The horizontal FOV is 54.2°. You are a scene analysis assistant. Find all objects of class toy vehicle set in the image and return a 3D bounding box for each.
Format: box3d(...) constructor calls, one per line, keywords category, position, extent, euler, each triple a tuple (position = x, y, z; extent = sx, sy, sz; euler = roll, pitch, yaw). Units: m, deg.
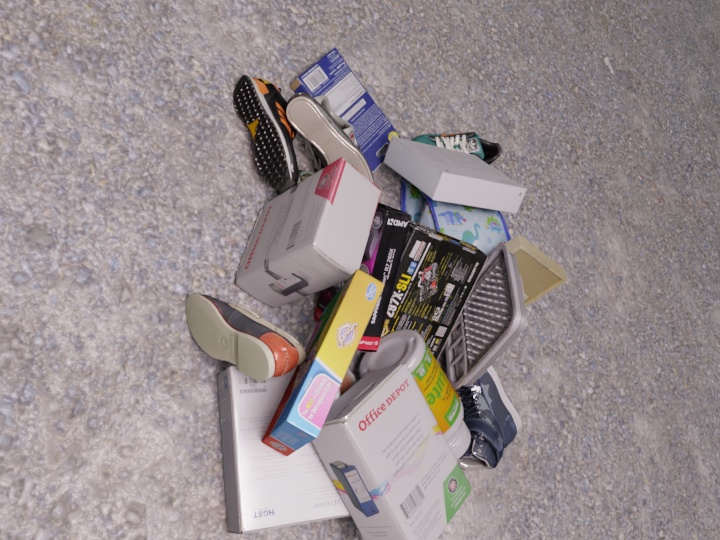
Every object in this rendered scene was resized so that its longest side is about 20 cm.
box3d(category="toy vehicle set", position=(0.234, 0.031, 1.198), extent=(0.123, 0.199, 0.027), euler=(32, 38, -28))

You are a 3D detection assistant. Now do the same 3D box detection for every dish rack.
box3d(category="dish rack", position=(0.197, 0.078, 1.101), extent=(0.043, 0.201, 0.174), euler=(17, 44, -15))

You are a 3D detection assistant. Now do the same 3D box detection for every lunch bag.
box3d(category="lunch bag", position=(0.163, -0.085, 1.241), extent=(0.167, 0.128, 0.203), euler=(9, 54, -29))

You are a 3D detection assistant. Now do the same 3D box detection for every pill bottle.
box3d(category="pill bottle", position=(0.090, 0.199, 1.070), extent=(0.202, 0.110, 0.112), euler=(57, 48, -25))

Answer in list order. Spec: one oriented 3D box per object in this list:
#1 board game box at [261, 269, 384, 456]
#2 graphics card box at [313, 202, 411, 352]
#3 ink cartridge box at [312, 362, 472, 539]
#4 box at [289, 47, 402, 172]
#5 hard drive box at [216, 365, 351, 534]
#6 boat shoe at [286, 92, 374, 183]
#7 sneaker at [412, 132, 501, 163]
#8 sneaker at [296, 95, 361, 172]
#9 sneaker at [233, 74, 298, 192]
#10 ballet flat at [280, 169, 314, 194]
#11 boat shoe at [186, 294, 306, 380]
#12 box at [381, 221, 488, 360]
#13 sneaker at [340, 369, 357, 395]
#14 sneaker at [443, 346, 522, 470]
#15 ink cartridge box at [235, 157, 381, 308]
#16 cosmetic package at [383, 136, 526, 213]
box3d(category="board game box", position=(-0.047, 0.115, 0.856), extent=(0.040, 0.153, 0.202), euler=(28, 62, -6))
box3d(category="graphics card box", position=(0.000, 0.000, 1.019), extent=(0.050, 0.125, 0.204), euler=(9, 102, -33))
box3d(category="ink cartridge box", position=(0.040, 0.245, 0.912), extent=(0.145, 0.087, 0.203), euler=(-35, 100, -45))
box3d(category="box", position=(-0.020, -0.270, 1.212), extent=(0.201, 0.032, 0.121), euler=(51, 51, -11))
box3d(category="hard drive box", position=(-0.101, 0.228, 0.926), extent=(0.153, 0.077, 0.205), euler=(1, 73, -25))
box3d(category="boat shoe", position=(-0.040, -0.191, 1.084), extent=(0.201, 0.066, 0.057), euler=(52, 20, -21))
box3d(category="sneaker", position=(0.180, -0.228, 1.312), extent=(0.197, 0.079, 0.073), euler=(-4, 79, -38))
box3d(category="sneaker", position=(-0.034, -0.189, 1.139), extent=(0.202, 0.088, 0.074), euler=(56, 49, -11))
box3d(category="sneaker", position=(-0.120, -0.211, 1.071), extent=(0.089, 0.070, 0.203), euler=(-6, 63, -43))
box3d(category="ballet flat", position=(-0.041, -0.090, 1.109), extent=(0.198, 0.074, 0.075), euler=(31, 57, -24))
box3d(category="boat shoe", position=(-0.153, 0.079, 0.897), extent=(0.062, 0.198, 0.073), euler=(-16, 120, -43))
box3d(category="box", position=(0.093, 0.037, 1.109), extent=(0.157, 0.049, 0.203), euler=(17, 105, -31))
box3d(category="sneaker", position=(-0.010, 0.211, 1.036), extent=(0.071, 0.080, 0.201), euler=(-35, 79, -2))
box3d(category="sneaker", position=(0.180, 0.233, 1.167), extent=(0.146, 0.076, 0.204), euler=(-41, 99, -39))
box3d(category="ink cartridge box", position=(-0.076, -0.046, 0.980), extent=(0.084, 0.198, 0.148), euler=(35, 56, -29))
box3d(category="cosmetic package", position=(0.158, -0.159, 1.175), extent=(0.197, 0.151, 0.053), euler=(5, 115, -36))
